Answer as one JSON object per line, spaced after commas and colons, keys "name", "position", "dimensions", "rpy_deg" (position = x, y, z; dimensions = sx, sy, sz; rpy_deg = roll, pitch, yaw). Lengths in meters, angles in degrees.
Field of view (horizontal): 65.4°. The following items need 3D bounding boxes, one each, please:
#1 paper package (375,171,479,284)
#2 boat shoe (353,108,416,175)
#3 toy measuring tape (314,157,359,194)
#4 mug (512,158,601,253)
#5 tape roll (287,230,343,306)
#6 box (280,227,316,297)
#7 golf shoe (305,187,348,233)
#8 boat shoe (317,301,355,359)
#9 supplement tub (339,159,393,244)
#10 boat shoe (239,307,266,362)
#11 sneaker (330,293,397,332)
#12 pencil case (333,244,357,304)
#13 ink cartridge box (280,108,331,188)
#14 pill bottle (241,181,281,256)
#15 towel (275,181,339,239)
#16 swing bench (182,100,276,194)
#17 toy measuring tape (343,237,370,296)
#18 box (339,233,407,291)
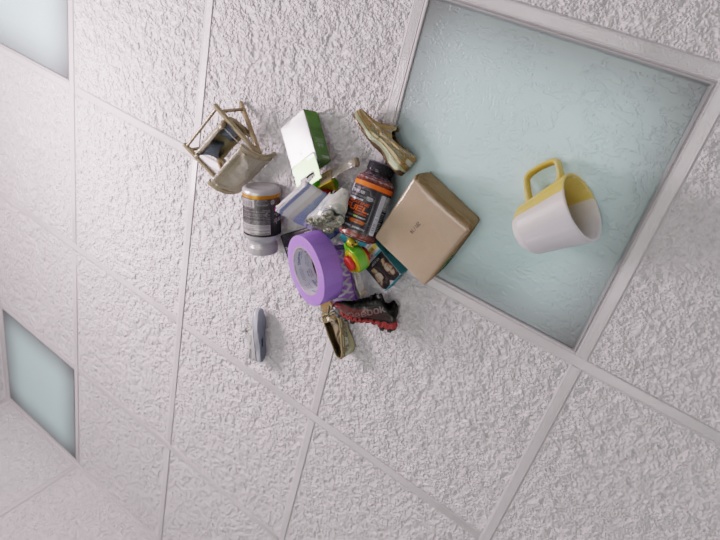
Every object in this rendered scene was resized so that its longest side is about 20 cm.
{"name": "paper package", "position": [0.167, -0.106, 1.398], "dimensions": [0.191, 0.103, 0.201], "rpy_deg": [44, 125, 12]}
{"name": "boat shoe", "position": [0.066, -0.338, 1.410], "dimensions": [0.076, 0.072, 0.201], "rpy_deg": [-40, 90, 22]}
{"name": "toy measuring tape", "position": [-0.065, -0.241, 1.521], "dimensions": [0.198, 0.073, 0.075], "rpy_deg": [-24, 94, 32]}
{"name": "mug", "position": [0.419, -0.123, 1.223], "dimensions": [0.149, 0.189, 0.152], "rpy_deg": [37, 142, -24]}
{"name": "tape roll", "position": [-0.129, -0.007, 1.571], "dimensions": [0.199, 0.065, 0.204], "rpy_deg": [34, 134, 45]}
{"name": "box", "position": [-0.153, -0.026, 1.686], "dimensions": [0.141, 0.036, 0.204], "rpy_deg": [-12, 99, 36]}
{"name": "golf shoe", "position": [-0.079, -0.157, 1.466], "dimensions": [0.077, 0.099, 0.199], "rpy_deg": [27, 164, -23]}
{"name": "boat shoe", "position": [-0.076, 0.165, 1.688], "dimensions": [0.072, 0.062, 0.203], "rpy_deg": [-20, 95, 38]}
{"name": "supplement tub", "position": [0.022, -0.178, 1.447], "dimensions": [0.105, 0.106, 0.204], "rpy_deg": [22, 97, 25]}
{"name": "boat shoe", "position": [-0.367, 0.213, 1.893], "dimensions": [0.084, 0.075, 0.206], "rpy_deg": [9, 120, 12]}
{"name": "sneaker", "position": [0.018, 0.103, 1.560], "dimensions": [0.196, 0.071, 0.100], "rpy_deg": [13, 106, -12]}
{"name": "pencil case", "position": [-0.052, 0.021, 1.611], "dimensions": [0.084, 0.084, 0.204], "rpy_deg": [-7, 106, 14]}
{"name": "ink cartridge box", "position": [-0.142, -0.318, 1.521], "dimensions": [0.103, 0.059, 0.204], "rpy_deg": [-26, 75, 39]}
{"name": "pill bottle", "position": [-0.296, -0.155, 1.684], "dimensions": [0.115, 0.116, 0.204], "rpy_deg": [15, 116, 28]}
{"name": "towel", "position": [-0.117, -0.163, 1.541], "dimensions": [0.146, 0.198, 0.024], "rpy_deg": [-34, 43, 38]}
{"name": "swing bench", "position": [-0.387, -0.355, 1.663], "dimensions": [0.198, 0.129, 0.202], "rpy_deg": [-35, 87, 37]}
{"name": "toy measuring tape", "position": [0.000, 0.000, 1.507], "dimensions": [0.072, 0.074, 0.203], "rpy_deg": [9, 131, 31]}
{"name": "box", "position": [0.036, -0.048, 1.541], "dimensions": [0.201, 0.049, 0.082], "rpy_deg": [50, 127, 9]}
